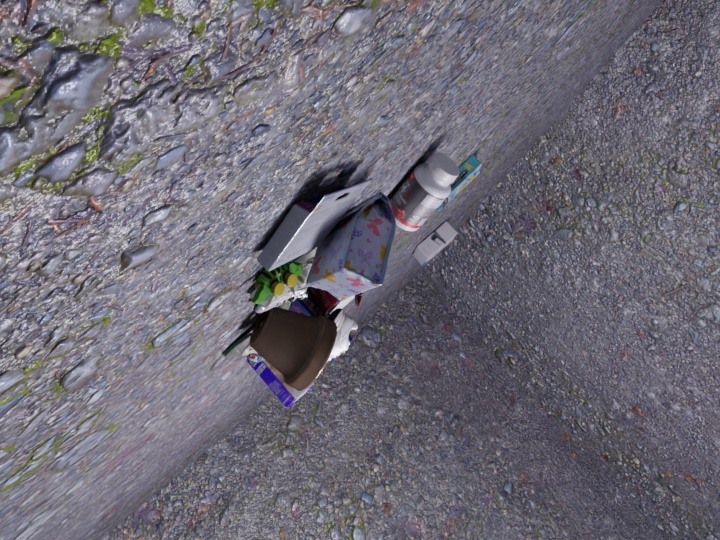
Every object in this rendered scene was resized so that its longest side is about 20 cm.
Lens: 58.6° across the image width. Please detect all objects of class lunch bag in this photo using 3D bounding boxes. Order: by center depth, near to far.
[{"bbox_3d":[-0.019,-0.057,1.366,0.169,0.127,0.201,-22,-135,56],"label":"lunch bag"}]

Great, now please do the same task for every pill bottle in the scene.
[{"bbox_3d":[0.162,-0.204,1.650,0.200,0.111,0.111,-49,170,36],"label":"pill bottle"}]

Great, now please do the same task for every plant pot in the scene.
[{"bbox_3d":[-0.184,0.181,1.637,0.201,0.174,0.201,-51,-160,27],"label":"plant pot"}]

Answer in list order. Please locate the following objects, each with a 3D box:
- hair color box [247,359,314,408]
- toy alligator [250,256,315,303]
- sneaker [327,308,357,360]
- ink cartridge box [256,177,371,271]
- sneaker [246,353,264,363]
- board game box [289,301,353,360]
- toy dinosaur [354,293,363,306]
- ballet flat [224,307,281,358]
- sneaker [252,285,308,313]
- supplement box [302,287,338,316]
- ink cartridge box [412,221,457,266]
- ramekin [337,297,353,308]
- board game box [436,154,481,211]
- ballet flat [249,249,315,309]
[{"bbox_3d":[-0.255,0.327,2.059,0.065,0.200,0.109,-50,169,36],"label":"hair color box"},{"bbox_3d":[-0.162,0.000,1.359,0.200,0.059,0.055,-38,130,-39],"label":"toy alligator"},{"bbox_3d":[-0.077,0.205,1.733,0.201,0.087,0.074,-59,-164,0],"label":"sneaker"},{"bbox_3d":[-0.086,-0.101,1.220,0.200,0.043,0.196,-51,171,29],"label":"ink cartridge box"},{"bbox_3d":[-0.284,0.231,1.862,0.095,0.079,0.200,-37,170,-21],"label":"sneaker"},{"bbox_3d":[-0.117,0.157,1.846,0.045,0.200,0.135,-40,172,-25],"label":"board game box"},{"bbox_3d":[0.000,0.000,1.760,0.102,0.201,0.136,-21,148,-4],"label":"toy dinosaur"},{"bbox_3d":[-0.271,0.181,1.710,0.200,0.064,0.067,-41,173,-11],"label":"ballet flat"},{"bbox_3d":[-0.167,0.049,1.503,0.200,0.073,0.072,-34,170,-41],"label":"sneaker"},{"bbox_3d":[-0.080,0.028,1.687,0.061,0.109,0.200,-32,166,-52],"label":"supplement box"},{"bbox_3d":[0.359,-0.130,3.106,0.200,0.084,0.145,-40,172,-14],"label":"ink cartridge box"},{"bbox_3d":[-0.063,0.044,1.894,0.200,0.098,0.201,-42,172,-7],"label":"ramekin"},{"bbox_3d":[0.325,-0.296,2.201,0.200,0.047,0.151,-44,172,4],"label":"board game box"},{"bbox_3d":[-0.158,0.023,1.431,0.200,0.069,0.069,-38,171,-35],"label":"ballet flat"}]
